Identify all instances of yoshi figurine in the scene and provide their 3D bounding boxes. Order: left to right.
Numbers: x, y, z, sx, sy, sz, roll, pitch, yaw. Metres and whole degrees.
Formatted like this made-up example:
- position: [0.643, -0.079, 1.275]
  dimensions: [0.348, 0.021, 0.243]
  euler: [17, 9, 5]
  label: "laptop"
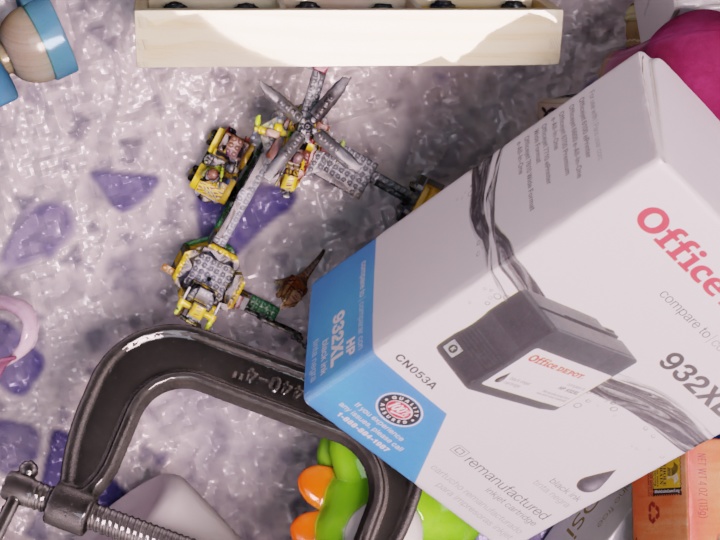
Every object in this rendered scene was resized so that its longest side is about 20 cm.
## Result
- position: [0.039, 0.169, 0.769]
  dimensions: [0.112, 0.112, 0.201]
  euler: [-20, 79, 29]
  label: "yoshi figurine"

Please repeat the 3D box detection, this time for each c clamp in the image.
- position: [-0.074, 0.114, 0.725]
  dimensions: [0.199, 0.027, 0.171]
  euler: [14, 65, 2]
  label: "c clamp"

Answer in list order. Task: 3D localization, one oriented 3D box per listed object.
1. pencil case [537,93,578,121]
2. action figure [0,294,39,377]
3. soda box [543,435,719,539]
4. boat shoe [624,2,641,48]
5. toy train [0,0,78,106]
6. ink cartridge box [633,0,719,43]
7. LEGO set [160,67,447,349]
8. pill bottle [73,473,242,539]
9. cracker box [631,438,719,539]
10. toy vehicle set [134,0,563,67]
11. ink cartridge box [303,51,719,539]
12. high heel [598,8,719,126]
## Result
- position: [0.128, -0.003, 0.800]
  dimensions: [0.077, 0.089, 0.201]
  euler: [3, 98, -1]
  label: "pencil case"
- position: [-0.222, 0.131, 0.787]
  dimensions: [0.149, 0.134, 0.201]
  euler: [-42, 121, -43]
  label: "action figure"
- position: [0.176, 0.118, 0.835]
  dimensions: [0.064, 0.068, 0.200]
  euler: [35, 92, -13]
  label: "soda box"
- position: [0.222, -0.078, 0.815]
  dimensions: [0.200, 0.073, 0.063]
  euler: [29, 88, -18]
  label: "boat shoe"
- position: [-0.228, -0.162, 0.740]
  dimensions: [0.115, 0.085, 0.201]
  euler: [-26, 101, -14]
  label: "toy train"
- position: [0.201, -0.203, 0.744]
  dimensions: [0.145, 0.084, 0.201]
  euler: [-4, 72, -3]
  label: "ink cartridge box"
- position: [0.000, 0.000, 0.769]
  dimensions: [0.200, 0.116, 0.154]
  euler: [36, 92, -11]
  label: "LEGO set"
- position: [-0.072, 0.215, 0.791]
  dimensions: [0.114, 0.114, 0.200]
  euler: [-41, 101, -1]
  label: "pill bottle"
- position: [0.238, 0.157, 0.769]
  dimensions: [0.199, 0.058, 0.135]
  euler: [4, 79, -22]
  label: "cracker box"
- position: [-0.011, -0.126, 0.747]
  dimensions: [0.199, 0.124, 0.027]
  euler: [-2, 109, -8]
  label: "toy vehicle set"
- position: [0.095, 0.021, 0.679]
  dimensions: [0.200, 0.084, 0.145]
  euler: [-35, 120, 28]
  label: "ink cartridge box"
- position: [0.214, -0.067, 0.702]
  dimensions: [0.199, 0.096, 0.068]
  euler: [26, 78, -21]
  label: "high heel"
